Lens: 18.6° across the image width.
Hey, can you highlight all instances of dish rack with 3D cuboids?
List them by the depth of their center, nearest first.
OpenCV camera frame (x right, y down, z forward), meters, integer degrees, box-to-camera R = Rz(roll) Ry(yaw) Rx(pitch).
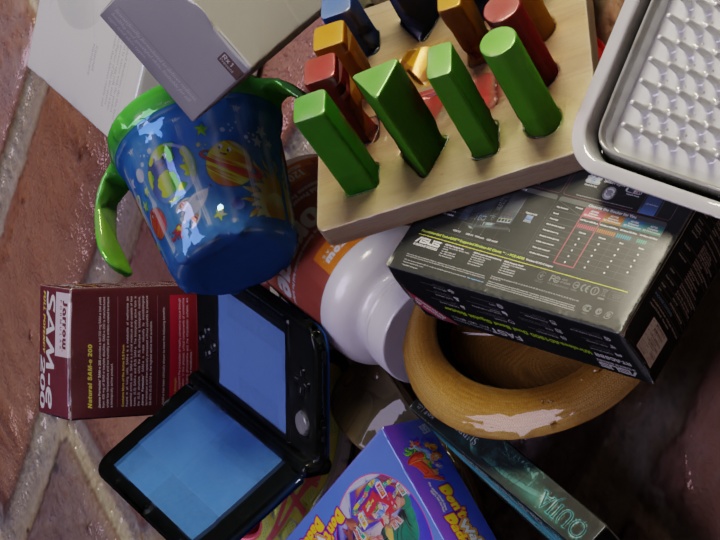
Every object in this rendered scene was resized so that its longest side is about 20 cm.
[{"bbox_3d":[0.231,-0.130,1.332,0.171,0.043,0.201,23,89,39],"label":"dish rack"}]

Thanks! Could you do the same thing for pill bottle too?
[{"bbox_3d":[0.000,0.000,1.665,0.200,0.112,0.113,41,123,46],"label":"pill bottle"}]

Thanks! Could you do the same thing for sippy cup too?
[{"bbox_3d":[-0.108,-0.057,1.630,0.178,0.139,0.131,-52,49,47],"label":"sippy cup"}]

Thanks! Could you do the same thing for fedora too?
[{"bbox_3d":[0.129,0.043,1.476,0.200,0.082,0.201,-17,51,22],"label":"fedora"}]

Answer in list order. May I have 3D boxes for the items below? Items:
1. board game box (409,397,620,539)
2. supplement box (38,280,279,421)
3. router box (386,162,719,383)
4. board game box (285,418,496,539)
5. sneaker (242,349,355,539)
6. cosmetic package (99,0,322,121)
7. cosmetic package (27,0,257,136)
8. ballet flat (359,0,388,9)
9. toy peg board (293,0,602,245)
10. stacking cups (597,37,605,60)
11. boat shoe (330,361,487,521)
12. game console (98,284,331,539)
[{"bbox_3d":[0.127,0.162,1.478,0.028,0.135,0.200,-46,41,-4],"label":"board game box"},{"bbox_3d":[-0.166,0.064,1.826,0.061,0.199,0.109,5,95,55],"label":"supplement box"},{"bbox_3d":[0.136,-0.025,1.416,0.199,0.062,0.150,17,67,41],"label":"router box"},{"bbox_3d":[0.015,0.219,1.585,0.200,0.045,0.135,-51,59,40],"label":"board game box"},{"bbox_3d":[-0.056,0.154,1.750,0.078,0.090,0.201,-94,18,-69],"label":"sneaker"},{"bbox_3d":[-0.080,-0.206,1.565,0.107,0.200,0.090,50,138,-3],"label":"cosmetic package"},{"bbox_3d":[-0.178,-0.229,1.904,0.200,0.122,0.200,41,123,48],"label":"cosmetic package"},{"bbox_3d":[0.017,-0.197,1.674,0.200,0.073,0.073,47,127,43],"label":"ballet flat"},{"bbox_3d":[0.048,-0.146,1.455,0.199,0.098,0.200,-16,47,19],"label":"toy peg board"},{"bbox_3d":[0.115,-0.084,1.558,0.200,0.060,0.061,-56,48,33],"label":"stacking cups"},{"bbox_3d":[0.050,0.149,1.641,0.072,0.067,0.200,-45,51,16],"label":"boat shoe"},{"bbox_3d":[-0.118,0.103,1.693,0.200,0.118,0.172,31,127,53],"label":"game console"}]
